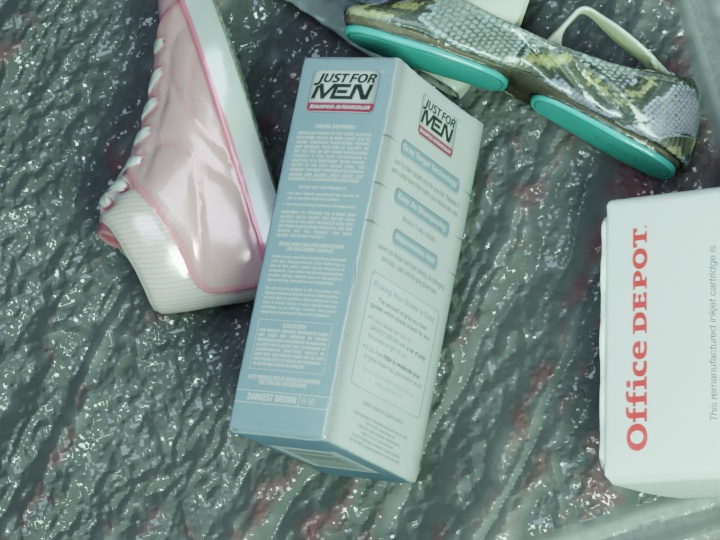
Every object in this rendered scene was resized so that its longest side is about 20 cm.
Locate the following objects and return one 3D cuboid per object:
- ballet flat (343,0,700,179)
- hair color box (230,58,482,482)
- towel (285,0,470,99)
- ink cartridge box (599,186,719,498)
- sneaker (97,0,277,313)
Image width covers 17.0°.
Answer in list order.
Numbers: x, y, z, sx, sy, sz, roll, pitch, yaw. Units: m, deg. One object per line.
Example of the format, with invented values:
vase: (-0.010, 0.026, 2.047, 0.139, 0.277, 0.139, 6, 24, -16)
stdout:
ballet flat: (0.091, -0.116, 1.276, 0.200, 0.072, 0.072, 23, 80, -4)
hair color box: (0.000, 0.000, 1.253, 0.060, 0.099, 0.201, 4, 75, 31)
towel: (0.031, -0.218, 1.353, 0.192, 0.035, 0.200, 31, 84, 19)
ink cartridge box: (0.223, 0.033, 1.176, 0.199, 0.084, 0.145, -7, 76, 34)
sneaker: (-0.106, -0.070, 1.321, 0.104, 0.075, 0.201, -17, 76, 3)
